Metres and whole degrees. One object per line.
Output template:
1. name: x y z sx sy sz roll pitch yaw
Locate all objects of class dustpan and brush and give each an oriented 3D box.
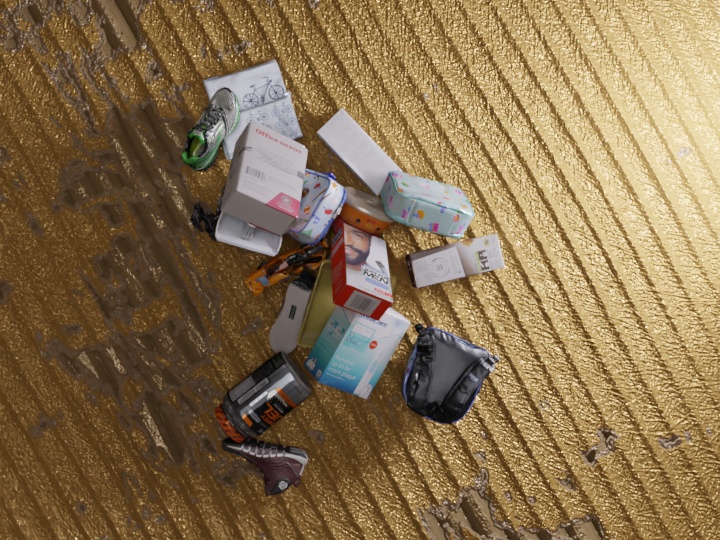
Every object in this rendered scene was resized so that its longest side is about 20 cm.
1. dustpan and brush: -0.227 -0.137 1.562 0.139 0.057 0.201 16 46 -15

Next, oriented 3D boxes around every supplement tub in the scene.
1. supplement tub: -0.218 0.286 1.623 0.200 0.123 0.123 -38 90 -1

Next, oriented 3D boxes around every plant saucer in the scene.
1. plant saucer: -0.037 0.081 1.624 0.199 0.048 0.201 13 100 -32

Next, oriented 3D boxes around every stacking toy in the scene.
1. stacking toy: -0.019 -0.075 1.648 0.146 0.146 0.201 26 106 0

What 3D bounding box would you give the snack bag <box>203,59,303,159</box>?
1. snack bag: -0.249 -0.376 1.685 0.188 0.021 0.201 -17 89 -1

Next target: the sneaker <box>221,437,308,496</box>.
1. sneaker: -0.225 0.450 1.645 0.199 0.076 0.116 12 92 -1

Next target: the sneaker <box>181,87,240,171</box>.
1. sneaker: -0.336 -0.317 1.635 0.078 0.085 0.201 26 97 9

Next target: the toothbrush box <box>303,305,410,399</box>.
1. toothbrush box: -0.007 0.160 1.586 0.146 0.085 0.200 27 95 -35

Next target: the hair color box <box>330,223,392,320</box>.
1. hair color box: 0.000 0.000 1.521 0.111 0.200 0.064 22 125 -21

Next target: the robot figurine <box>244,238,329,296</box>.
1. robot figurine: -0.157 -0.014 1.627 0.199 0.145 0.058 -25 100 6

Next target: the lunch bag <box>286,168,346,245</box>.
1. lunch bag: -0.120 -0.148 1.602 0.076 0.200 0.161 35 84 -41

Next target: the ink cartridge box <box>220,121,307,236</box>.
1. ink cartridge box: -0.199 -0.194 1.533 0.146 0.083 0.201 23 50 -24

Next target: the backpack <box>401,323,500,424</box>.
1. backpack: 0.178 0.238 1.617 0.199 0.154 0.191 24 80 6

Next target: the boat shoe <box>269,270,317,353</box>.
1. boat shoe: -0.144 0.095 1.657 0.074 0.093 0.200 27 118 6

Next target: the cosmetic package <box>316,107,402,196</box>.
1. cosmetic package: -0.002 -0.270 1.672 0.083 0.051 0.200 -43 90 1

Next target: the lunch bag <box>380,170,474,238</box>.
1. lunch bag: 0.147 -0.148 1.610 0.199 0.161 0.077 15 116 -17

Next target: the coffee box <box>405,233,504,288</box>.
1. coffee box: 0.209 -0.021 1.640 0.199 0.114 0.080 -13 90 -2

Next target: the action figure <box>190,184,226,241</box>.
1. action figure: -0.282 -0.142 1.636 0.200 0.119 0.102 -38 133 -34
